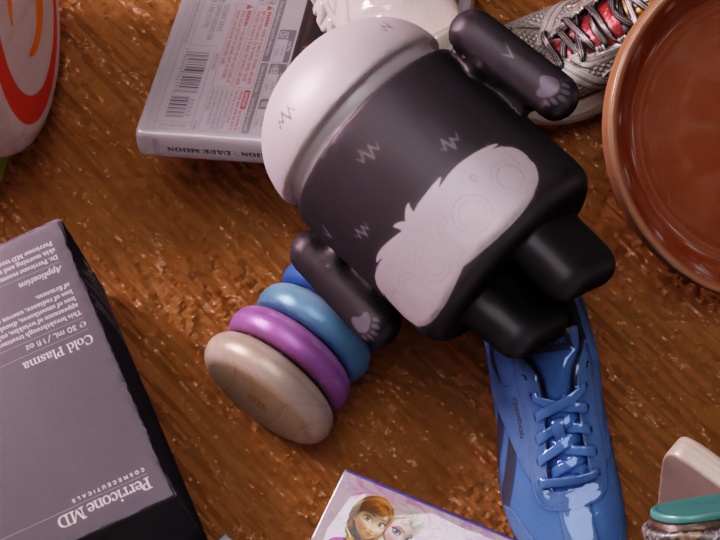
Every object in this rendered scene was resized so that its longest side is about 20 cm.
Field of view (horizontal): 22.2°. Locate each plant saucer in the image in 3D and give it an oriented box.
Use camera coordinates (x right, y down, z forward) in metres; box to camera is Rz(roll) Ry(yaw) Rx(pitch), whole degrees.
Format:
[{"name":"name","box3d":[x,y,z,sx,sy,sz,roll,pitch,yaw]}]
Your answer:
[{"name":"plant saucer","box3d":[0.234,-0.082,1.054,0.200,0.032,0.201,0,92,-10]}]

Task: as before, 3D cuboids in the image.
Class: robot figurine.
[{"name":"robot figurine","box3d":[0.040,-0.044,0.972,0.200,0.125,0.150,43,74,14]}]

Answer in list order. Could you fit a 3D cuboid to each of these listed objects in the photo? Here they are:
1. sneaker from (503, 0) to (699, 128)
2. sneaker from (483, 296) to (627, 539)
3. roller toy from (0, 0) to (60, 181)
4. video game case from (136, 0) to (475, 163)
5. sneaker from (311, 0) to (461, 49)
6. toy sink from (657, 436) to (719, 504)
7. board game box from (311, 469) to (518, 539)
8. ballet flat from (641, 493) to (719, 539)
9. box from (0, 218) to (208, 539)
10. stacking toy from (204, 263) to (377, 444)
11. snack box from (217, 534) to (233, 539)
[{"name":"sneaker","box3d":[0.155,-0.150,1.099,0.200,0.082,0.078,-20,65,-8]},{"name":"sneaker","box3d":[0.105,0.081,1.011,0.066,0.078,0.200,-8,67,1]},{"name":"roller toy","box3d":[-0.269,-0.159,1.101,0.139,0.183,0.200,-1,66,7]},{"name":"video game case","box3d":[-0.026,-0.138,1.121,0.181,0.023,0.200,4,47,9]},{"name":"sneaker","box3d":[-0.002,-0.191,1.099,0.075,0.081,0.200,-24,51,-19]},{"name":"toy sink","box3d":[0.267,0.129,0.943,0.200,0.130,0.112,36,74,21]},{"name":"board game box","box3d":[0.084,0.180,0.901,0.200,0.200,0.041,21,70,14]},{"name":"ballet flat","box3d":[0.227,0.122,0.846,0.200,0.072,0.072,-12,65,-11]},{"name":"box","box3d":[-0.214,0.104,1.021,0.200,0.104,0.182,-24,65,-4]},{"name":"stacking toy","box3d":[0.000,0.000,1.060,0.085,0.085,0.200,31,69,18]},{"name":"snack box","box3d":[-0.040,0.236,0.951,0.200,0.037,0.116,34,56,26]}]
